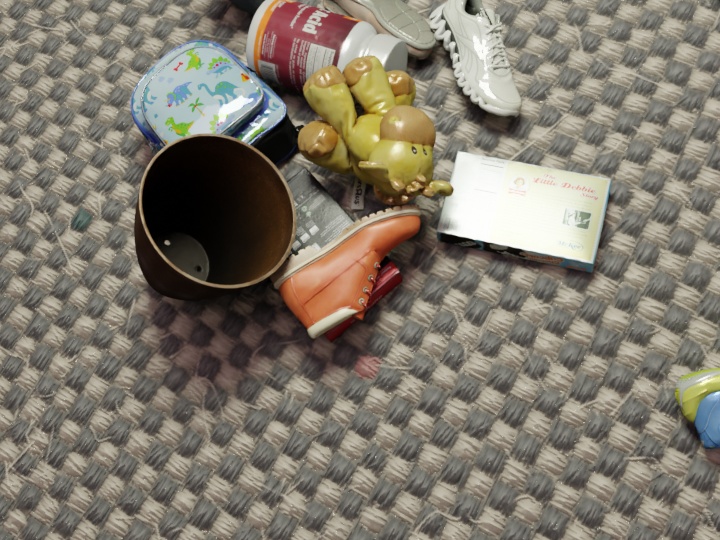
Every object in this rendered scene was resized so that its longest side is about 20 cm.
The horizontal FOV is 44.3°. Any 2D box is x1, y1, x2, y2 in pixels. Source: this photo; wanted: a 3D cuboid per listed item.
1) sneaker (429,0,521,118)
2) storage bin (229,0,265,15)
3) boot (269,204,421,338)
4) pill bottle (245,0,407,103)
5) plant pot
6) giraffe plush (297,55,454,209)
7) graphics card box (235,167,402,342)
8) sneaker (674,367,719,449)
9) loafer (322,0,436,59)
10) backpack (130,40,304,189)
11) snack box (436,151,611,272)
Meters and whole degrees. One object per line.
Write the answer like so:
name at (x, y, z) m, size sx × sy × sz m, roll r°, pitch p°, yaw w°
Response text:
sneaker at (0.161, -0.291, 1.171) m, size 0.075 × 0.081 × 0.201 m, roll -8°, pitch 63°, yaw -39°
storage bin at (-0.158, -0.457, 1.247) m, size 0.145 × 0.200 × 0.135 m, roll 32°, pitch 88°, yaw 19°
boot at (0.000, 0.000, 1.065) m, size 0.199 × 0.075 × 0.108 m, roll -31°, pitch 80°, yaw 0°
pill bottle at (-0.044, -0.292, 1.201) m, size 0.199 × 0.114 × 0.115 m, roll 21°, pitch 75°, yaw 17°
plant pot at (-0.200, -0.038, 1.084) m, size 0.185 × 0.200 × 0.189 m, roll 10°, pitch 67°, yaw -24°
giraffe plush at (0.029, -0.149, 1.072) m, size 0.171 × 0.202 × 0.162 m, roll -18°, pitch 26°, yaw -20°
graphics card box at (-0.055, -0.022, 1.140) m, size 0.125 × 0.051 × 0.200 m, roll -41°, pitch 70°, yaw -5°
sneaker at (0.458, 0.146, 0.981) m, size 0.198 × 0.076 × 0.106 m, roll -16°, pitch 80°, yaw 12°
loafer at (0.024, -0.354, 1.249) m, size 0.200 × 0.063 × 0.072 m, roll 43°, pitch 49°, yaw 18°
backpack at (-0.208, -0.211, 1.186) m, size 0.183 × 0.147 × 0.200 m, roll -42°, pitch 66°, yaw -9°
snack box at (0.206, -0.076, 1.118) m, size 0.198 × 0.037 × 0.117 m, roll 13°, pitch 74°, yaw 15°
